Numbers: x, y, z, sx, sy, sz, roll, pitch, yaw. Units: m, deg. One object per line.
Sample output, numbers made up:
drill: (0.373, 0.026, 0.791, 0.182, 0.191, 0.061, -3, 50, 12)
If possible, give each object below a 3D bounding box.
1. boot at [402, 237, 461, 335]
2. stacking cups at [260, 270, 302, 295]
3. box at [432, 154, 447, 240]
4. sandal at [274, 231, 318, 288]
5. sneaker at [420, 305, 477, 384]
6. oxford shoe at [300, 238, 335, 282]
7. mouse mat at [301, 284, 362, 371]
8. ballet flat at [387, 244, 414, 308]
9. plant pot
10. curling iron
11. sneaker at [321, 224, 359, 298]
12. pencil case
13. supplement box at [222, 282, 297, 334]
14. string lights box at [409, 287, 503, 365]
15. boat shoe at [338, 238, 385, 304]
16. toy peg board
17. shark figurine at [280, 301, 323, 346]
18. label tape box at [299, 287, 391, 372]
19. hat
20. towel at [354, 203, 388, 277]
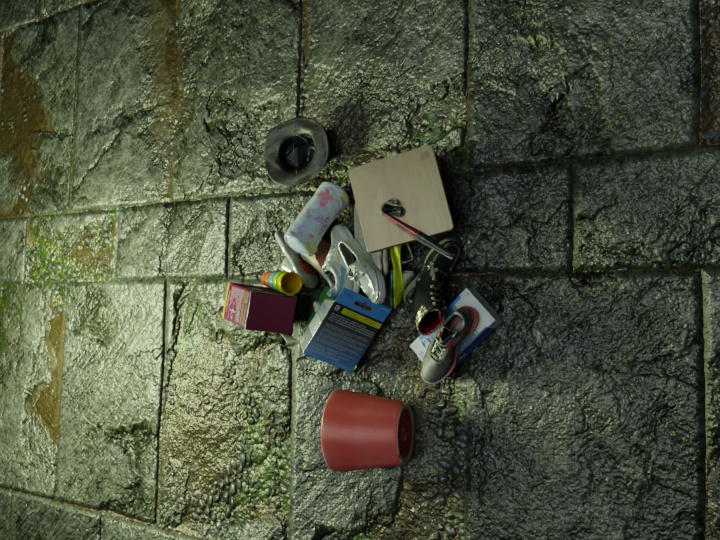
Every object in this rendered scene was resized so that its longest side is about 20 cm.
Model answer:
boot: (0.178, 0.039, 1.558, 0.204, 0.073, 0.154, -55, 23, 22)
stacking cups: (-0.210, 0.026, 1.782, 0.200, 0.060, 0.061, -171, 90, -67)
box: (0.145, -0.172, 1.625, 0.100, 0.095, 0.200, -4, 84, 30)
sandal: (-0.184, -0.017, 1.831, 0.059, 0.079, 0.207, -47, 56, 21)
sneaker: (0.182, 0.163, 1.512, 0.077, 0.082, 0.200, 33, 103, 29)
oxford shoe: (-0.112, -0.038, 1.802, 0.200, 0.071, 0.074, 58, 142, 19)
mouse mat: (-0.055, 0.149, 1.774, 0.200, 0.008, 0.161, 32, 103, 28)
ballet flat: (0.097, -0.009, 1.665, 0.067, 0.067, 0.200, -6, 81, 2)
plant pot: (0.024, 0.381, 1.607, 0.177, 0.200, 0.201, -2, 85, 21)
curling iron: (0.124, -0.089, 1.477, 0.200, 0.026, 0.050, 41, 98, 15)
sneaker: (-0.056, -0.025, 1.728, 0.077, 0.081, 0.200, 134, 131, -59)
pencil case: (-0.111, -0.132, 1.743, 0.091, 0.083, 0.200, 30, 73, 8)
supplement box: (-0.268, 0.097, 1.792, 0.200, 0.131, 0.103, 10, 90, 62)
string lights box: (0.220, 0.146, 1.574, 0.200, 0.059, 0.103, -48, 64, 19)
boat shoe: (0.000, 0.000, 1.633, 0.072, 0.066, 0.200, -61, 40, 44)
toy peg board: (0.099, -0.155, 1.555, 0.199, 0.098, 0.200, -15, 81, 12)
shark figurine: (-0.117, 0.136, 1.780, 0.214, 0.128, 0.090, -45, 38, 40)
label tape box: (-0.038, 0.136, 1.675, 0.200, 0.144, 0.063, -58, 24, 14)
hat: (-0.160, -0.316, 1.837, 0.200, 0.081, 0.201, -1, 89, 23)
towel: (0.027, -0.078, 1.688, 0.133, 0.034, 0.200, -1, 90, 62)
